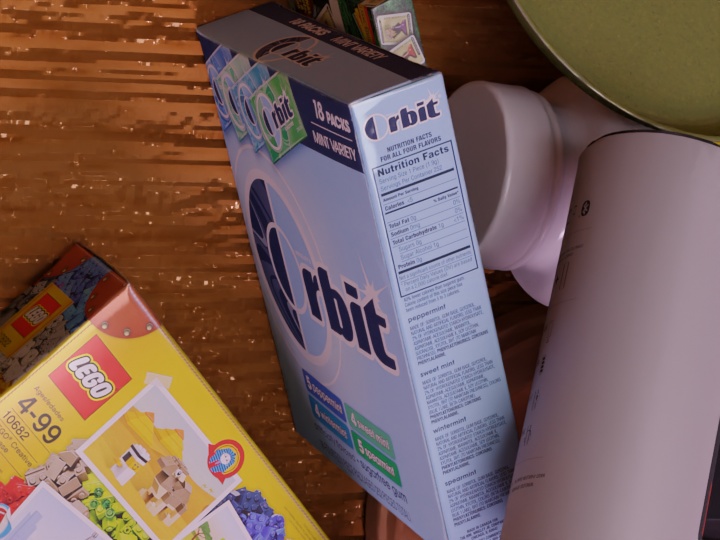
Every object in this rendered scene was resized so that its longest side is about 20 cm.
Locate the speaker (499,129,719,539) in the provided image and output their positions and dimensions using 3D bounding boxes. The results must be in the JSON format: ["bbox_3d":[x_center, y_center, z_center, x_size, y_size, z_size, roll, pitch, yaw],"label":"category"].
[{"bbox_3d":[0.107,0.050,0.951,0.081,0.081,0.201,26,66,-29],"label":"speaker"}]

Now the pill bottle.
[{"bbox_3d":[0.133,-0.032,1.090,0.199,0.111,0.112,8,101,-27],"label":"pill bottle"}]

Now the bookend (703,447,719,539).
[{"bbox_3d":[0.226,0.076,1.073,0.199,0.198,0.093,16,74,-51],"label":"bookend"}]

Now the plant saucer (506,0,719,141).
[{"bbox_3d":[0.131,-0.144,1.055,0.199,0.031,0.201,12,63,-25],"label":"plant saucer"}]

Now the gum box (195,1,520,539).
[{"bbox_3d":[0.000,0.000,1.003,0.044,0.170,0.201,-20,113,-18],"label":"gum box"}]

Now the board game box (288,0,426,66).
[{"bbox_3d":[0.015,-0.032,1.038,0.023,0.105,0.201,-22,112,-19],"label":"board game box"}]

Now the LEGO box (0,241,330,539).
[{"bbox_3d":[-0.111,0.115,1.036,0.149,0.077,0.200,-41,117,-9],"label":"LEGO box"}]

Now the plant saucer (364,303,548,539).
[{"bbox_3d":[0.098,0.115,1.159,0.199,0.037,0.202,-8,108,-24],"label":"plant saucer"}]
